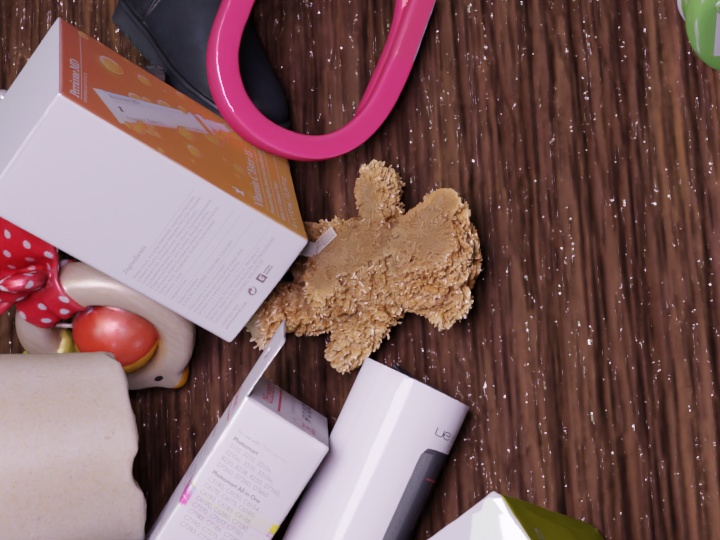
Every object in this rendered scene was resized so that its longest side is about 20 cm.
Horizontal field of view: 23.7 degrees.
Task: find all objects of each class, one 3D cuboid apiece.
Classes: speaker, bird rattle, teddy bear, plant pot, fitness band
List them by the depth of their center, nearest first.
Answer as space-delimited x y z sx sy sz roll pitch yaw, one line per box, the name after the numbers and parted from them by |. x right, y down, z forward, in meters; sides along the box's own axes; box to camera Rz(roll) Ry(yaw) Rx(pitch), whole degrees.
-0.240 0.132 1.125 0.181 0.201 0.203 -7 69 -14 | plant pot
-0.002 0.162 1.146 0.081 0.081 0.202 23 85 28 | speaker
0.000 0.000 1.206 0.198 0.067 0.146 -24 55 23 | teddy bear
-0.198 0.032 1.222 0.161 0.202 0.113 1 43 -1 | bird rattle
-0.029 -0.176 1.225 0.142 0.037 0.202 25 79 -15 | fitness band

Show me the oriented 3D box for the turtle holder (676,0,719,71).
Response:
0.287 -0.203 1.079 0.184 0.141 0.133 -27 49 26 | turtle holder

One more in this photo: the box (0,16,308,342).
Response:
-0.147 -0.061 1.172 0.098 0.199 0.125 -50 27 20 | box

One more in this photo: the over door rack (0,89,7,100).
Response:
-0.356 -0.181 1.403 0.146 0.066 0.203 15 103 27 | over door rack

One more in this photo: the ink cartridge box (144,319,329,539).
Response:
-0.078 0.139 1.143 0.067 0.115 0.201 32 94 -5 | ink cartridge box

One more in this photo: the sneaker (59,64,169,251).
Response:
-0.190 -0.078 1.284 0.200 0.075 0.088 -35 80 45 | sneaker

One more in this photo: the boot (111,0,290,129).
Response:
-0.095 -0.214 1.266 0.200 0.076 0.169 45 120 33 | boot

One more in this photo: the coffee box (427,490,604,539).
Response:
0.087 0.274 1.007 0.197 0.200 0.201 -37 65 11 | coffee box
